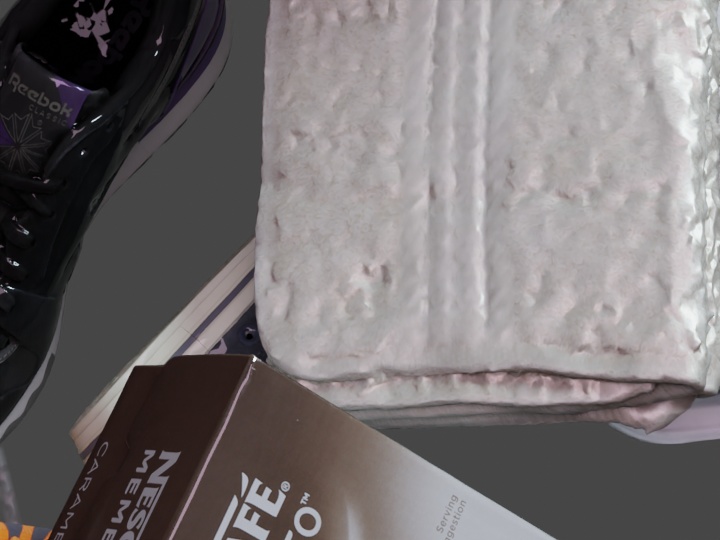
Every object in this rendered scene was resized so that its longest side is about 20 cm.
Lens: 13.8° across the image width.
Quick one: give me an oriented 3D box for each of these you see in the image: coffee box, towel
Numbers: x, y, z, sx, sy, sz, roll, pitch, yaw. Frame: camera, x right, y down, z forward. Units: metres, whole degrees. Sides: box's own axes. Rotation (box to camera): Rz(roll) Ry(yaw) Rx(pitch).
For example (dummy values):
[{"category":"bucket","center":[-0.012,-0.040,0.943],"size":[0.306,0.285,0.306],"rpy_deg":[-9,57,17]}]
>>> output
[{"category":"coffee box","center":[0.009,0.120,0.816],"size":[0.200,0.080,0.115],"rpy_deg":[31,74,-23]},{"category":"towel","center":[0.038,-0.053,0.837],"size":[0.132,0.034,0.201],"rpy_deg":[-1,74,15]}]

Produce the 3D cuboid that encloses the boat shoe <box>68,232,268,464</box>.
[{"category":"boat shoe","center":[0.000,0.000,0.894],"size":[0.062,0.075,0.200],"rpy_deg":[44,75,-2]}]

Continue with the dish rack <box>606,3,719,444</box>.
[{"category":"dish rack","center":[0.142,-0.043,0.892],"size":[0.199,0.044,0.173],"rpy_deg":[-5,73,-27]}]

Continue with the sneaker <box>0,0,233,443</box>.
[{"category":"sneaker","center":[-0.108,-0.029,0.888],"size":[0.075,0.088,0.201],"rpy_deg":[27,76,5]}]

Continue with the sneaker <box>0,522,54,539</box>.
[{"category":"sneaker","center":[-0.107,0.100,0.841],"size":[0.199,0.112,0.078],"rpy_deg":[3,75,-2]}]
